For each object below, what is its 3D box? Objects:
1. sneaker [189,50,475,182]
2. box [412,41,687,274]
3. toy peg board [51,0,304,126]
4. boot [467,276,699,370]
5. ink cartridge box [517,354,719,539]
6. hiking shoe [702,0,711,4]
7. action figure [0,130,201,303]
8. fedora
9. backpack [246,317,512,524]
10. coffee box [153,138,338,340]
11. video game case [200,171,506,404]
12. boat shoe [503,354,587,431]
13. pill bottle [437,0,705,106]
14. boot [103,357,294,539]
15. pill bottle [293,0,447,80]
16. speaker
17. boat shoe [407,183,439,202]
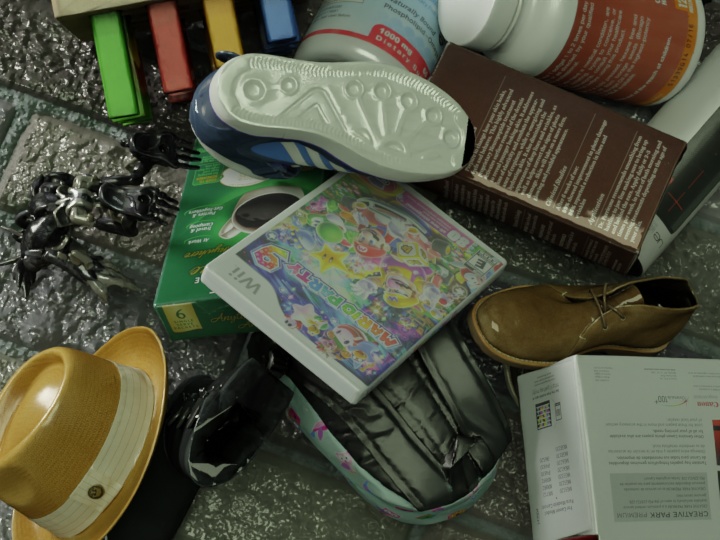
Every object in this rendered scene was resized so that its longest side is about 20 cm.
[{"bbox_3d":[-0.028,-0.105,1.152,0.200,0.146,0.081,11,80,-13],"label":"sneaker"},{"bbox_3d":[0.135,-0.085,1.189,0.200,0.075,0.100,25,77,6],"label":"box"},{"bbox_3d":[-0.128,-0.179,1.233,0.199,0.200,0.098,-11,94,-4],"label":"toy peg board"},{"bbox_3d":[0.174,0.030,1.192,0.200,0.075,0.074,-2,63,-32],"label":"boot"},{"bbox_3d":[0.229,0.158,1.162,0.200,0.084,0.176,4,73,-27],"label":"ink cartridge box"},{"bbox_3d":[0.240,-0.302,1.327,0.087,0.074,0.200,-23,68,2],"label":"hiking shoe"},{"bbox_3d":[-0.208,-0.035,1.224,0.102,0.200,0.119,30,55,-31],"label":"action figure"},{"bbox_3d":[-0.225,0.121,1.152,0.082,0.201,0.201,30,75,-31],"label":"fedora"},{"bbox_3d":[0.028,0.097,1.192,0.167,0.127,0.200,-37,77,-8],"label":"backpack"},{"bbox_3d":[-0.083,-0.034,1.204,0.123,0.044,0.200,-7,43,12],"label":"coffee box"},{"bbox_3d":[0.000,0.000,1.124,0.143,0.018,0.200,38,45,13],"label":"video game case"},{"bbox_3d":[0.158,0.114,1.224,0.072,0.060,0.200,-8,77,-3],"label":"boat shoe"},{"bbox_3d":[0.167,-0.201,1.233,0.200,0.112,0.112,8,74,-30],"label":"pill bottle"},{"bbox_3d":[-0.125,0.147,1.136,0.066,0.200,0.165,27,77,-16],"label":"boot"},{"bbox_3d":[0.031,-0.220,1.268,0.109,0.109,0.200,23,64,5],"label":"pill bottle"},{"bbox_3d":[0.260,-0.090,1.265,0.081,0.081,0.200,41,79,9],"label":"speaker"},{"bbox_3d":[0.051,-0.097,1.269,0.200,0.071,0.063,-36,72,-8],"label":"boat shoe"}]
